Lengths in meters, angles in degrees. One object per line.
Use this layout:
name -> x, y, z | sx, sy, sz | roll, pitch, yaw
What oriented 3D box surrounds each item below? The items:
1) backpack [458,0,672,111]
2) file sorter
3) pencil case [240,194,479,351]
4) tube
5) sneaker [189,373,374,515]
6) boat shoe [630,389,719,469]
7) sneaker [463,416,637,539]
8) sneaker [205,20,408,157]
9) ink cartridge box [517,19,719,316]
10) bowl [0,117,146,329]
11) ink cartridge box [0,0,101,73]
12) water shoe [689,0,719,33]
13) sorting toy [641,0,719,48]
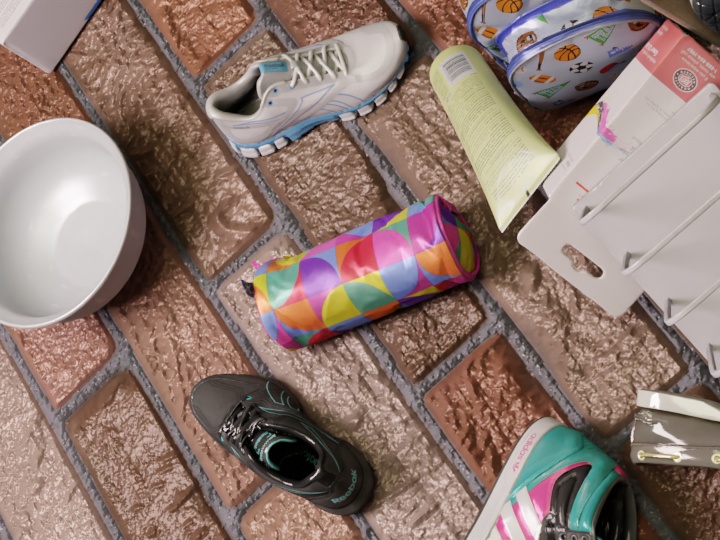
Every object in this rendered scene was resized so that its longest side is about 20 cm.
backpack -> 0.162, -0.226, 1.294 | 0.199, 0.190, 0.155 | -27, 62, 19
file sorter -> 0.266, -0.011, 1.148 | 0.139, 0.125, 0.200 | -42, 90, 12
pencil case -> 0.000, 0.000, 1.376 | 0.199, 0.088, 0.089 | -19, 67, 20
tube -> 0.108, -0.115, 1.330 | 0.052, 0.058, 0.200 | -14, 38, -7
sneaker -> -0.077, 0.137, 1.376 | 0.199, 0.079, 0.076 | 26, 88, 33
boat shoe -> 0.294, 0.136, 1.187 | 0.201, 0.072, 0.061 | 13, 91, 30
sneaker -> 0.149, 0.223, 1.232 | 0.120, 0.083, 0.201 | 21, 84, 40
sneaker -> -0.051, -0.169, 1.452 | 0.199, 0.087, 0.075 | -28, 62, 16
ink cartridge box -> 0.219, -0.077, 1.250 | 0.116, 0.068, 0.200 | 37, 104, -13
bowl -> -0.274, -0.035, 1.525 | 0.200, 0.090, 0.203 | -8, 72, 25
ink cartridge box -> -0.359, -0.319, 1.660 | 0.200, 0.084, 0.146 | 37, 93, 32
water shoe -> 0.332, -0.195, 1.203 | 0.071, 0.199, 0.079 | -21, 51, 53
sorting toy -> 0.261, -0.262, 1.249 | 0.036, 0.199, 0.187 | -12, 66, 40
